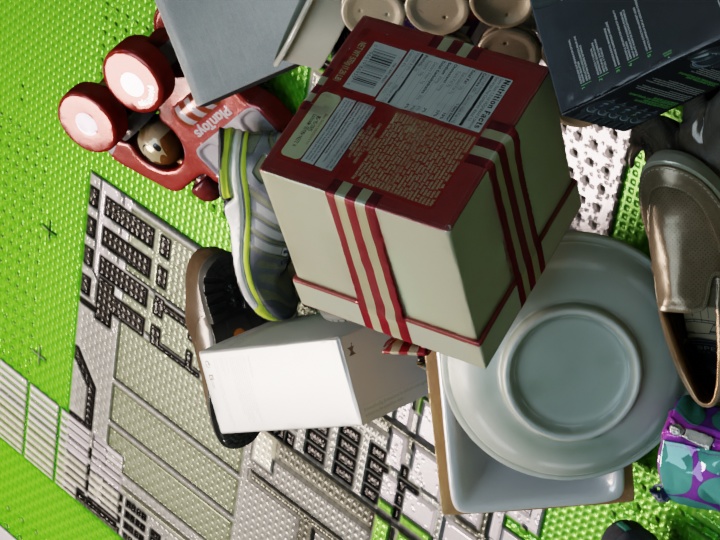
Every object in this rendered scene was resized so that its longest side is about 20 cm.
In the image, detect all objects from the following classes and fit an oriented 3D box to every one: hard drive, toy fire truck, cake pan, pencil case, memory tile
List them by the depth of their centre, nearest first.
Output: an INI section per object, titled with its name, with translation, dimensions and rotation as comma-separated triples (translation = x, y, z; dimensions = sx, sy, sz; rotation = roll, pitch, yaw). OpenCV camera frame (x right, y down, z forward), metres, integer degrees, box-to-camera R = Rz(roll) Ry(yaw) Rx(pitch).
[pencil case]
translation = 0.312, 0.148, 1.600
dimensions = 0.199, 0.092, 0.086
rotation = 8, 71, 44
[memory tile]
translation = 0.089, -0.166, 1.658
dimensions = 0.199, 0.017, 0.154
rotation = -3, 133, 11
[cake pan]
translation = -0.012, -0.246, 1.729
dimensions = 0.037, 0.201, 0.201
rotation = 25, 133, -6
[hard drive]
translation = -0.114, -0.261, 1.880
dimensions = 0.139, 0.033, 0.201
rotation = -22, 89, 13
[toy fire truck]
translation = -0.168, -0.143, 1.993
dimensions = 0.168, 0.112, 0.200
rotation = 47, 136, -8

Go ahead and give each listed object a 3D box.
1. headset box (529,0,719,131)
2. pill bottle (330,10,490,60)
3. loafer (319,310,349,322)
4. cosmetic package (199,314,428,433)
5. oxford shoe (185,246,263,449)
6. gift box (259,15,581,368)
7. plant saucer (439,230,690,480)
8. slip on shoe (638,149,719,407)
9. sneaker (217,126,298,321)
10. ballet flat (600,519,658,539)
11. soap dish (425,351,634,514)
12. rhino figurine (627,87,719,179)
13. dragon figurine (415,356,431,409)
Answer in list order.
[headset box]
translation = 0.207, -0.211, 1.495
dimensions = 0.199, 0.093, 0.175
rotation = -26, 70, 33
[pill bottle]
translation = 0.042, -0.187, 1.734
dimensions = 0.112, 0.111, 0.200
rotation = 50, 135, 20
[loafer]
translation = 0.000, 0.000, 1.836
dimensions = 0.200, 0.075, 0.070
rotation = -132, 46, -74
[cosmetic package]
translation = -0.039, 0.088, 1.940
dimensions = 0.199, 0.107, 0.085
rotation = -6, 102, 49
[oxford shoe]
translation = -0.127, 0.070, 2.068
dimensions = 0.084, 0.072, 0.201
rotation = 26, 123, 58
[gift box]
translation = 0.040, -0.061, 1.587
dimensions = 0.199, 0.185, 0.187
rotation = 23, 152, 29
[plant saucer]
translation = 0.160, 0.072, 1.656
dimensions = 0.199, 0.050, 0.202
rotation = 1, 106, 2
[slip on shoe]
translation = 0.244, 0.009, 1.597
dimensions = 0.076, 0.061, 0.201
rotation = 7, 128, 35
[sneaker]
translation = -0.075, -0.039, 1.950
dimensions = 0.080, 0.074, 0.201
rotation = -5, 126, 8
[ballet flat]
translation = 0.219, 0.289, 1.785
dimensions = 0.073, 0.073, 0.201
rotation = 23, 128, 39
[soap dish]
translation = 0.133, 0.091, 1.730
dimensions = 0.156, 0.081, 0.201
rotation = -5, 107, 4
[rhino figurine]
translation = 0.258, -0.109, 1.575
dimensions = 0.200, 0.060, 0.088
rotation = -28, 82, 50
[dragon figurine]
translation = 0.095, 0.044, 1.796
dimensions = 0.099, 0.059, 0.201
rotation = -2, 114, 6
